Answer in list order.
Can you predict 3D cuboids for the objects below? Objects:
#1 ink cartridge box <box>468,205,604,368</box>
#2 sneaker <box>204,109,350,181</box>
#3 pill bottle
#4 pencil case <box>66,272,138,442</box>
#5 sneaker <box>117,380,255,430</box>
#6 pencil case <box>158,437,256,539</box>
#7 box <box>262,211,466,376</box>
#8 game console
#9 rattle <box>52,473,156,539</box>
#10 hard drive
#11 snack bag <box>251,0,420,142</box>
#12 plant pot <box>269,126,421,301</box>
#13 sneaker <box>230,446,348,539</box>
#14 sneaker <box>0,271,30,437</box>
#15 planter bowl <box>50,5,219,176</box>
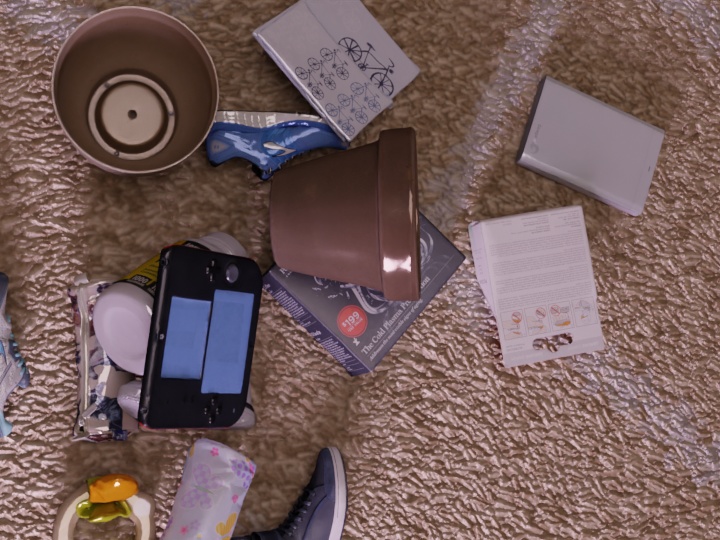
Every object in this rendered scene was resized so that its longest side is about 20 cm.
[{"bbox_3d":[0.244,0.021,1.554,0.158,0.050,0.204,-9,89,-16],"label":"ink cartridge box"},{"bbox_3d":[-0.110,-0.164,1.477,0.196,0.079,0.091,-1,98,-13],"label":"sneaker"},{"bbox_3d":[-0.219,0.031,1.356,0.113,0.112,0.200,52,39,-3],"label":"pill bottle"},{"bbox_3d":[-0.314,0.107,1.368,0.076,0.089,0.204,-6,84,15],"label":"pencil case"},{"bbox_3d":[-0.209,0.128,1.378,0.198,0.074,0.117,17,68,-44],"label":"sneaker"},{"bbox_3d":[-0.198,0.307,1.360,0.089,0.083,0.203,11,65,24],"label":"pencil case"},{"bbox_3d":[0.000,0.000,1.459,0.182,0.104,0.201,43,74,-4],"label":"box"},{"bbox_3d":[-0.180,0.079,1.292,0.031,0.176,0.204,6,87,28],"label":"game console"},{"bbox_3d":[-0.305,0.345,1.317,0.129,0.142,0.203,33,69,-27],"label":"rattle"},{"bbox_3d":[0.330,-0.177,1.611,0.197,0.026,0.134,22,77,-12],"label":"hard drive"},{"bbox_3d":[-0.022,-0.287,1.496,0.189,0.021,0.200,49,52,-3],"label":"snack bag"},{"bbox_3d":[-0.016,-0.065,1.328,0.171,0.200,0.204,-1,82,4],"label":"plant pot"},{"bbox_3d":[-0.096,0.315,1.404,0.144,0.077,0.206,11,81,-16],"label":"sneaker"},{"bbox_3d":[-0.439,0.104,1.354,0.085,0.077,0.204,12,86,-25],"label":"sneaker"},{"bbox_3d":[-0.280,-0.205,1.397,0.196,0.135,0.204,2,81,-14],"label":"planter bowl"}]
